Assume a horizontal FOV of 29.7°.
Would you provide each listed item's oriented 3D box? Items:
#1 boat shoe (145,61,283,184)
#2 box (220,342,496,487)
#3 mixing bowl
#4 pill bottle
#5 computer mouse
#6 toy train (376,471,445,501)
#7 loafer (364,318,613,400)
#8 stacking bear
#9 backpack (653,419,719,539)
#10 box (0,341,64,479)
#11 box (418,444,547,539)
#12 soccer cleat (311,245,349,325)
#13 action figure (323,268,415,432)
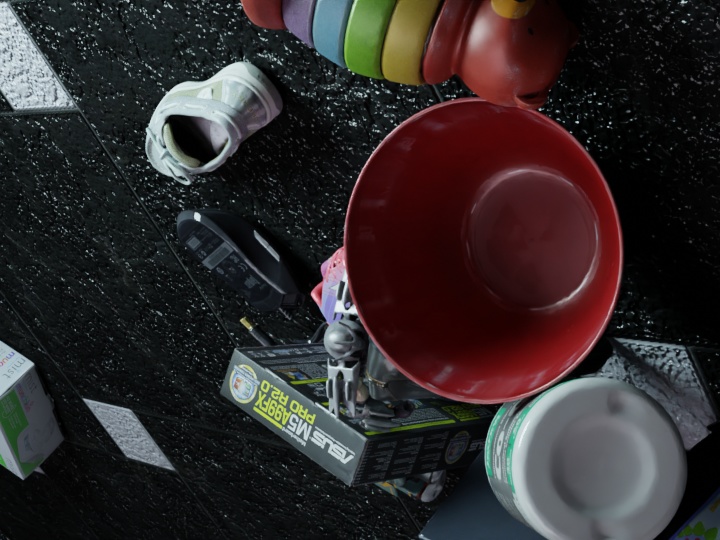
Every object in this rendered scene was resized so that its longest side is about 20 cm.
[{"bbox_3d":[-0.139,-0.118,1.160,0.075,0.065,0.201,51,149,-17],"label":"boat shoe"},{"bbox_3d":[0.004,0.116,1.159,0.160,0.199,0.045,31,108,34],"label":"box"},{"bbox_3d":[0.099,-0.018,0.933,0.199,0.108,0.202,4,98,27],"label":"mixing bowl"},{"bbox_3d":[0.147,0.131,0.943,0.113,0.113,0.200,40,174,2],"label":"pill bottle"},{"bbox_3d":[-0.097,0.013,1.308,0.200,0.046,0.140,39,151,-4],"label":"computer mouse"},{"bbox_3d":[0.000,0.163,1.363,0.199,0.085,0.114,26,159,21],"label":"toy train"},{"bbox_3d":[0.095,0.064,1.032,0.073,0.198,0.073,-115,35,-58],"label":"loafer"},{"bbox_3d":[0.037,-0.168,0.855,0.199,0.122,0.114,25,146,12],"label":"stacking bear"},{"bbox_3d":[0.270,0.187,0.934,0.147,0.200,0.183,43,151,13],"label":"backpack"},{"bbox_3d":[-0.546,0.184,2.008,0.176,0.097,0.201,29,147,24],"label":"box"},{"bbox_3d":[0.160,0.226,1.136,0.117,0.197,0.201,23,146,30],"label":"box"},{"bbox_3d":[0.000,0.000,1.161,0.076,0.067,0.200,40,153,11],"label":"soccer cleat"},{"bbox_3d":[0.031,0.060,1.082,0.069,0.131,0.200,18,-177,31],"label":"action figure"}]
